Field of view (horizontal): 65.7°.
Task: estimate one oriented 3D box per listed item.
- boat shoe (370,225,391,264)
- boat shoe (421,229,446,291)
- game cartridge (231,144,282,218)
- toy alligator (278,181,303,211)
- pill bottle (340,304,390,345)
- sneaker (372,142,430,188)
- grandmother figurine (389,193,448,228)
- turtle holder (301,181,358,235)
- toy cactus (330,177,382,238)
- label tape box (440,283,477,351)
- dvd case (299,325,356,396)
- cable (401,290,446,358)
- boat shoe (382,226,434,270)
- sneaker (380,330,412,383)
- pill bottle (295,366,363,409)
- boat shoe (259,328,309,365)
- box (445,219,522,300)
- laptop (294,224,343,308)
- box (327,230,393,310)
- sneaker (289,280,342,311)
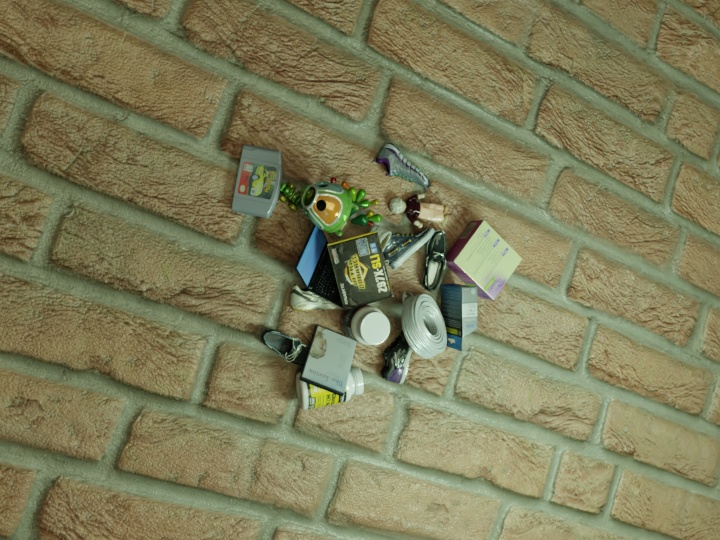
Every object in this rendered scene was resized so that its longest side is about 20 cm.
[{"bbox_3d":[0.046,-0.038,1.728,0.085,0.075,0.205,18,70,22],"label":"boat shoe"},{"bbox_3d":[0.250,-0.030,1.831,0.074,0.060,0.205,6,96,-10],"label":"boat shoe"},{"bbox_3d":[-0.300,-0.263,1.650,0.130,0.041,0.205,10,89,1],"label":"game cartridge"},{"bbox_3d":[-0.227,-0.242,1.687,0.199,0.054,0.060,40,80,-15],"label":"toy alligator"},{"bbox_3d":[0.015,0.163,1.702,0.113,0.200,0.119,-1,92,-18],"label":"pill bottle"},{"bbox_3d":[0.132,-0.317,1.799,0.199,0.074,0.088,41,90,-4],"label":"sneaker"},{"bbox_3d":[0.188,-0.195,1.822,0.196,0.061,0.123,11,57,-14],"label":"grandmother figurine"},{"bbox_3d":[-0.102,-0.202,1.621,0.130,0.141,0.188,23,40,-35],"label":"turtle holder"},{"bbox_3d":[-0.037,-0.181,1.732,0.198,0.102,0.167,31,86,-11],"label":"toy cactus"},{"bbox_3d":[0.322,0.150,1.831,0.062,0.144,0.205,-2,93,-19],"label":"label tape box"},{"bbox_3d":[-0.095,0.270,1.693,0.140,0.018,0.202,23,46,-8],"label":"dvd case"},{"bbox_3d":[0.206,0.176,1.785,0.200,0.068,0.202,44,39,-28],"label":"cable"},{"bbox_3d":[0.150,-0.099,1.805,0.200,0.071,0.091,-41,91,-19],"label":"boat shoe"},{"bbox_3d":[0.119,0.262,1.809,0.086,0.076,0.205,13,88,-11],"label":"sneaker"},{"bbox_3d":[-0.095,0.356,1.720,0.196,0.112,0.115,-7,94,-17],"label":"pill bottle"},{"bbox_3d":[-0.216,0.237,1.704,0.198,0.062,0.076,36,80,-16],"label":"boat shoe"},{"bbox_3d":[0.409,-0.036,1.877,0.199,0.096,0.177,41,80,-14],"label":"box"},{"bbox_3d":[-0.090,-0.018,1.683,0.197,0.103,0.180,27,62,-9],"label":"laptop"},{"bbox_3d":[0.000,0.000,1.661,0.156,0.049,0.204,-14,93,0],"label":"box"},{"bbox_3d":[-0.120,0.075,1.722,0.196,0.075,0.090,-2,93,-18],"label":"sneaker"}]
